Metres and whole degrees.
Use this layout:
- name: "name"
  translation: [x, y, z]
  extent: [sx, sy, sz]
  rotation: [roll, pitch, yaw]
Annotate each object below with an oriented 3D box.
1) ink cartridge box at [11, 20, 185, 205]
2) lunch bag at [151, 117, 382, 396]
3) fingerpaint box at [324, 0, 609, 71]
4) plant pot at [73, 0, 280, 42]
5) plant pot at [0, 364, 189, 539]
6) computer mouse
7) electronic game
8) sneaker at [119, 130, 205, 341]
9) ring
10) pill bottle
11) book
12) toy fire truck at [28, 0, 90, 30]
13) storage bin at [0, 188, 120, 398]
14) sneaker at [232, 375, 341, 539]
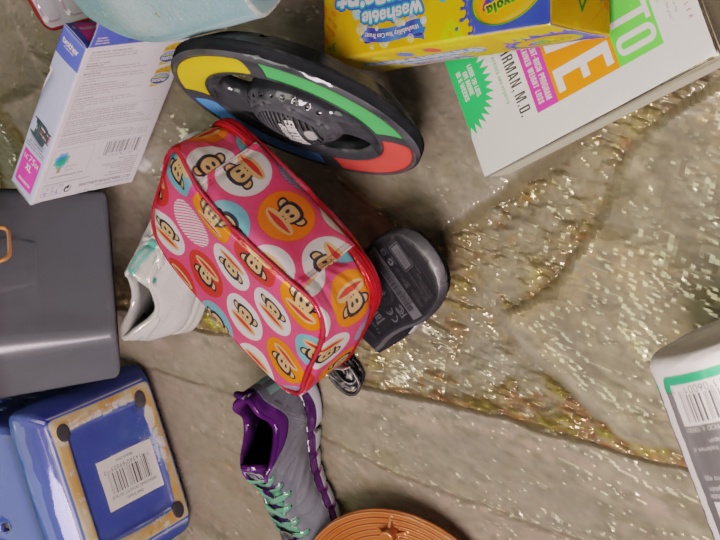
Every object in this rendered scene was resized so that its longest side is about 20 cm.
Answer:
- name: "ink cartridge box"
  translation: [-0.220, -0.152, 1.140]
  extent: [0.042, 0.119, 0.201]
  rotation: [46, 127, 20]
- name: "lunch bag"
  translation: [-0.081, -0.001, 1.038]
  extent: [0.200, 0.082, 0.177]
  rotation: [47, 148, 14]
- name: "fingerpaint box"
  translation: [0.065, -0.230, 0.886]
  extent: [0.198, 0.073, 0.170]
  rotation: [0, 91, 44]
- name: "plant pot"
  translation: [-0.151, -0.286, 0.957]
  extent: [0.198, 0.198, 0.196]
  rotation: [-13, 127, 43]
- name: "plant pot"
  translation: [-0.285, 0.205, 1.258]
  extent: [0.178, 0.199, 0.203]
  rotation: [-16, 93, 33]
- name: "computer mouse"
  translation: [0.000, 0.000, 1.059]
  extent: [0.141, 0.046, 0.200]
  rotation: [52, 140, 10]
- name: "electronic game"
  translation: [-0.047, -0.119, 0.976]
  extent: [0.198, 0.200, 0.042]
  rotation: [11, 75, 36]
- name: "sneaker"
  translation: [-0.166, -0.022, 1.156]
  extent: [0.075, 0.088, 0.202]
  rotation: [31, 120, 29]
- name: "ring"
  translation: [0.033, 0.294, 1.107]
  extent: [0.198, 0.019, 0.203]
  rotation: [11, 115, 24]
- name: "pill bottle"
  translation: [0.267, 0.130, 0.832]
  extent: [0.112, 0.112, 0.203]
  rotation: [-20, 90, 41]
- name: "book"
  translation: [0.145, -0.164, 0.894]
  extent: [0.199, 0.048, 0.135]
  rotation: [-27, 80, 41]
- name: "toy fire truck"
  translation: [-0.245, -0.299, 1.141]
  extent: [0.198, 0.112, 0.169]
  rotation: [-3, 125, 40]
- name: "storage bin"
  translation: [-0.288, 0.010, 1.186]
  extent: [0.146, 0.132, 0.202]
  rotation: [102, 160, -58]
- name: "sneaker"
  translation: [-0.073, 0.187, 1.142]
  extent: [0.074, 0.087, 0.203]
  rotation: [-2, 101, 39]
